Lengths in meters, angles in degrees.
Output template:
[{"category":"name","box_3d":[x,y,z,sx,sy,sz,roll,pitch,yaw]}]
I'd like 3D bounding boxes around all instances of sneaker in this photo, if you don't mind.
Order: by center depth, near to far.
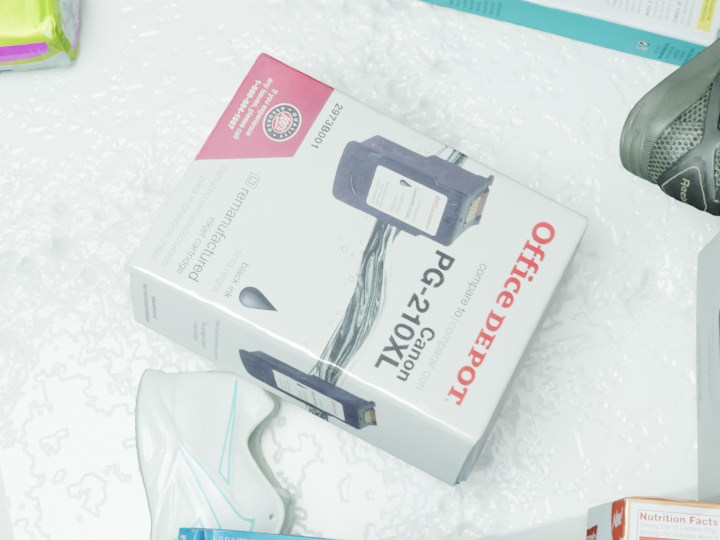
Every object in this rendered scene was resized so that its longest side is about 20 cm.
[{"category":"sneaker","box_3d":[-0.074,0.148,0.866,0.080,0.070,0.201,-4,79,-3]},{"category":"sneaker","box_3d":[0.245,-0.097,0.882,0.199,0.076,0.114,-41,59,-15]}]

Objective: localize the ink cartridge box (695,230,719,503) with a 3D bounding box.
[{"category":"ink cartridge box","box_3d":[0.256,0.043,0.813,0.146,0.200,0.147,2,79,1]}]

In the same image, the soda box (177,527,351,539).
[{"category":"soda box","box_3d":[0.009,0.169,0.828,0.199,0.068,0.064,9,79,-20]}]

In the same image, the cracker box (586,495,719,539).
[{"category":"cracker box","box_3d":[0.142,0.216,0.817,0.057,0.134,0.201,5,79,1]}]

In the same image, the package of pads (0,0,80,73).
[{"category":"package of pads","box_3d":[-0.239,-0.208,0.934,0.154,0.068,0.201,-6,80,0]}]

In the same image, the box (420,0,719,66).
[{"category":"box","box_3d":[0.109,-0.180,0.933,0.199,0.049,0.083,15,80,4]}]

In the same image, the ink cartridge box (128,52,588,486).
[{"category":"ink cartridge box","box_3d":[0.000,0.000,0.870,0.200,0.084,0.145,27,68,6]}]
